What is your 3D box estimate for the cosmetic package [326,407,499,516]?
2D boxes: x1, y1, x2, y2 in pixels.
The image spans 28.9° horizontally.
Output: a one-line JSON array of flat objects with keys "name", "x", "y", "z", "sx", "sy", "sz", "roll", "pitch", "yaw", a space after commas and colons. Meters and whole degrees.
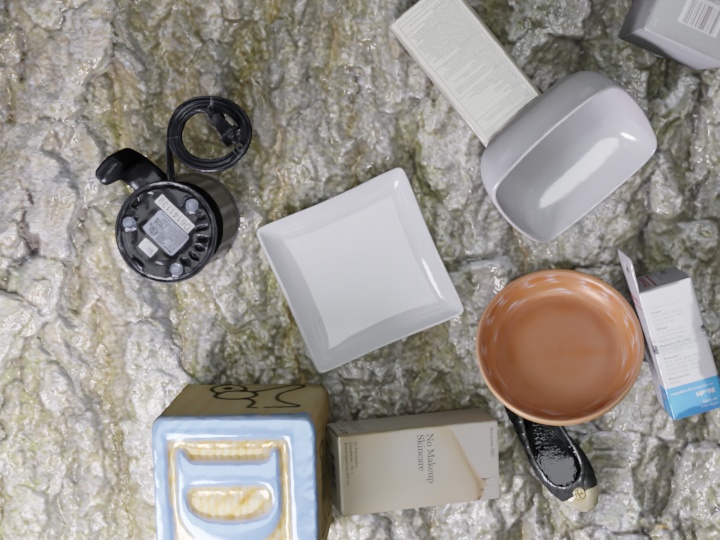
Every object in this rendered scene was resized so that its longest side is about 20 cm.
[{"name": "cosmetic package", "x": 0.064, "y": 0.232, "z": 1.706, "sx": 0.200, "sy": 0.073, "sz": 0.104, "roll": -6, "pitch": 98, "yaw": -11}]

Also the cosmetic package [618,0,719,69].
[{"name": "cosmetic package", "x": 0.368, "y": -0.285, "z": 1.585, "sx": 0.107, "sy": 0.200, "sz": 0.090, "roll": 22, "pitch": 100, "yaw": -2}]

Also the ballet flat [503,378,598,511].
[{"name": "ballet flat", "x": 0.231, "y": 0.216, "z": 1.727, "sx": 0.066, "sy": 0.057, "sz": 0.200, "roll": -32, "pitch": 94, "yaw": 7}]

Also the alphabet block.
[{"name": "alphabet block", "x": -0.137, "y": 0.248, "z": 1.681, "sx": 0.195, "sy": 0.200, "sz": 0.197, "roll": 1, "pitch": 96, "yaw": 4}]

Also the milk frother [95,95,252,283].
[{"name": "milk frother", "x": -0.191, "y": -0.099, "z": 1.650, "sx": 0.200, "sy": 0.188, "sz": 0.181, "roll": -28, "pitch": 95, "yaw": 6}]

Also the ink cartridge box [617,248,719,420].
[{"name": "ink cartridge box", "x": 0.371, "y": 0.066, "z": 1.673, "sx": 0.067, "sy": 0.116, "sz": 0.200, "roll": -16, "pitch": 96, "yaw": 5}]

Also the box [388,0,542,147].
[{"name": "box", "x": 0.131, "y": -0.241, "z": 1.670, "sx": 0.095, "sy": 0.078, "sz": 0.200, "roll": -38, "pitch": 93, "yaw": 6}]

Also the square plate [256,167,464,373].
[{"name": "square plate", "x": 0.000, "y": 0.000, "z": 1.731, "sx": 0.200, "sy": 0.028, "sz": 0.198, "roll": -23, "pitch": 94, "yaw": 6}]

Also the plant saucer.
[{"name": "plant saucer", "x": 0.239, "y": 0.095, "z": 1.686, "sx": 0.200, "sy": 0.037, "sz": 0.200, "roll": -2, "pitch": 64, "yaw": 5}]

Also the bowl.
[{"name": "bowl", "x": 0.234, "y": -0.141, "z": 1.635, "sx": 0.200, "sy": 0.200, "sz": 0.075, "roll": -41, "pitch": 58, "yaw": 8}]
